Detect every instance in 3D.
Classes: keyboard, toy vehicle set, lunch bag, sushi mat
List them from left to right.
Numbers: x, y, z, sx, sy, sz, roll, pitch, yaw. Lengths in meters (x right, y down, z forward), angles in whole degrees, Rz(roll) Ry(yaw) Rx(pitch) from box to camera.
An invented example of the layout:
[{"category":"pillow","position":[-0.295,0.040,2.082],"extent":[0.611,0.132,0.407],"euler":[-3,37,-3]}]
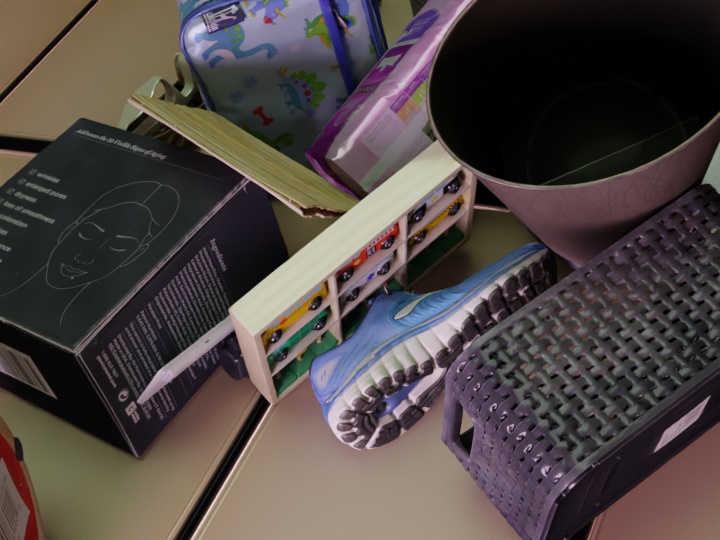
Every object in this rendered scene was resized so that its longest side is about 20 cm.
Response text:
[{"category":"keyboard","position":[-0.082,0.029,0.852],"extent":[0.200,0.011,0.056],"euler":[-39,0,-39]},{"category":"sushi mat","position":[-0.076,-0.080,0.850],"extent":[0.200,0.096,0.012],"euler":[33,105,34]},{"category":"lunch bag","position":[-0.052,-0.166,0.970],"extent":[0.160,0.200,0.083],"euler":[-17,42,0]},{"category":"toy vehicle set","position":[0.000,0.000,0.822],"extent":[0.200,0.124,0.027],"euler":[-40,68,-15]}]

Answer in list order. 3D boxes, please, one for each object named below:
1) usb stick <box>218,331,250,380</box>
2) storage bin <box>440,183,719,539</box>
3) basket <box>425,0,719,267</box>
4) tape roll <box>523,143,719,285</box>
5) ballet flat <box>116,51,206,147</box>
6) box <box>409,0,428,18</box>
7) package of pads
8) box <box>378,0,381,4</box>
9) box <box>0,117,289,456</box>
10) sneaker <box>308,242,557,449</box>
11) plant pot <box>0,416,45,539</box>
[{"category":"usb stick","position":[-0.022,0.010,0.886],"extent":[0.200,0.055,0.033],"euler":[-39,82,-21]},{"category":"storage bin","position":[0.154,0.059,0.688],"extent":[0.200,0.135,0.094],"euler":[-32,64,-15]},{"category":"basket","position":[0.144,-0.083,0.700],"extent":[0.180,0.200,0.136],"euler":[-25,69,7]},{"category":"tape roll","position":[0.198,-0.093,0.833],"extent":[0.199,0.066,0.201],"euler":[-3,76,10]},{"category":"ballet flat","position":[-0.169,-0.157,1.099],"extent":[0.068,0.073,0.200],"euler":[23,56,36]},{"category":"box","position":[0.157,-0.250,1.058],"extent":[0.200,0.102,0.112],"euler":[-33,44,-16]},{"category":"package of pads","position":[0.049,-0.136,0.897],"extent":[0.200,0.076,0.120],"euler":[-50,13,-4]},{"category":"box","position":[-0.086,-0.339,1.165],"extent":[0.163,0.200,0.086],"euler":[19,54,35]},{"category":"box","position":[-0.192,0.003,0.898],"extent":[0.199,0.124,0.197],"euler":[19,55,33]},{"category":"sneaker","position":[0.049,0.034,0.815],"extent":[0.200,0.079,0.089],"euler":[-31,46,-13]},{"category":"plant pot","position":[-0.298,0.167,0.708],"extent":[0.182,0.201,0.201],"euler":[-16,42,-1]}]
